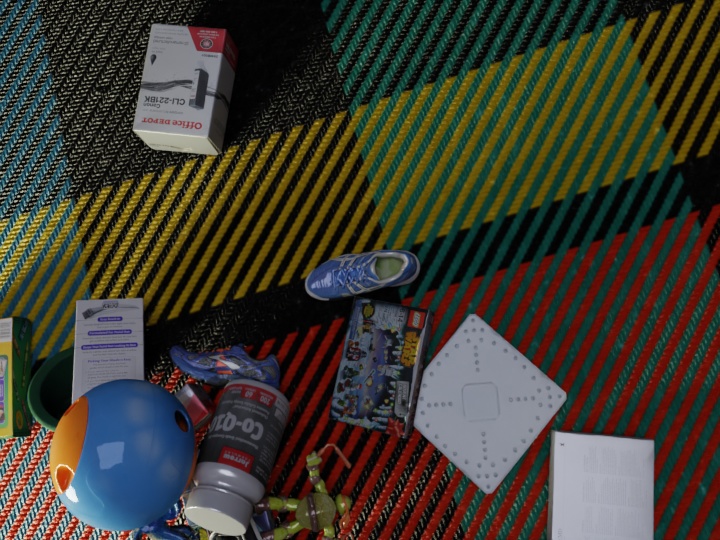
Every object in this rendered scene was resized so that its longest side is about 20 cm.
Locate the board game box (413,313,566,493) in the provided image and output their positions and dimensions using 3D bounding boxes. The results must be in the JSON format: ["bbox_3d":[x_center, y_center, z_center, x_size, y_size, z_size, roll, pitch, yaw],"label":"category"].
[{"bbox_3d":[0.192,0.210,1.123,0.199,0.026,0.201,40,87,11],"label":"board game box"}]

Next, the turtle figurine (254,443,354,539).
[{"bbox_3d":[-0.078,0.384,1.087,0.157,0.064,0.205,-12,90,-4],"label":"turtle figurine"}]

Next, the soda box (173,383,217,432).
[{"bbox_3d":[-0.330,0.274,1.151,0.199,0.070,0.064,-42,80,-2],"label":"soda box"}]

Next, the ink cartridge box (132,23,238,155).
[{"bbox_3d":[-0.309,-0.321,1.249,0.141,0.084,0.205,6,81,7],"label":"ink cartridge box"}]

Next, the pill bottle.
[{"bbox_3d":[-0.184,0.278,1.055,0.111,0.115,0.203,9,52,8],"label":"pill bottle"}]

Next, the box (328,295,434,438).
[{"bbox_3d":[0.034,0.153,1.129,0.134,0.040,0.205,8,81,23],"label":"box"}]

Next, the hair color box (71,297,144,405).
[{"bbox_3d":[-0.405,0.147,1.138,0.107,0.065,0.204,-1,57,-17],"label":"hair color box"}]

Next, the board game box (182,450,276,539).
[{"bbox_3d":[-0.214,0.385,1.135,0.132,0.034,0.204,-16,78,3],"label":"board game box"}]

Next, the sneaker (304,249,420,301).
[{"bbox_3d":[0.000,0.000,1.158,0.195,0.077,0.077,-15,80,6],"label":"sneaker"}]

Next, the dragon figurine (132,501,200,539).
[{"bbox_3d":[-0.312,0.362,1.096,0.097,0.059,0.204,-16,81,-11],"label":"dragon figurine"}]

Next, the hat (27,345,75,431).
[{"bbox_3d":[-0.474,0.256,1.200,0.163,0.178,0.201,28,46,13],"label":"hat"}]

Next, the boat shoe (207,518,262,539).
[{"bbox_3d":[-0.191,0.411,1.051,0.200,0.060,0.075,46,113,30],"label":"boat shoe"}]

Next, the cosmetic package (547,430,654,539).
[{"bbox_3d":[0.362,0.352,1.064,0.147,0.052,0.205,4,80,6],"label":"cosmetic package"}]

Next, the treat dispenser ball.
[{"bbox_3d":[-0.328,0.255,0.982,0.196,0.201,0.206,-1,80,6],"label":"treat dispenser ball"}]

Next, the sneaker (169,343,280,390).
[{"bbox_3d":[-0.222,0.157,1.167,0.195,0.076,0.080,16,73,1],"label":"sneaker"}]

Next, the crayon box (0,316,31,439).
[{"bbox_3d":[-0.637,0.188,1.210,0.116,0.058,0.205,-6,79,6],"label":"crayon box"}]
